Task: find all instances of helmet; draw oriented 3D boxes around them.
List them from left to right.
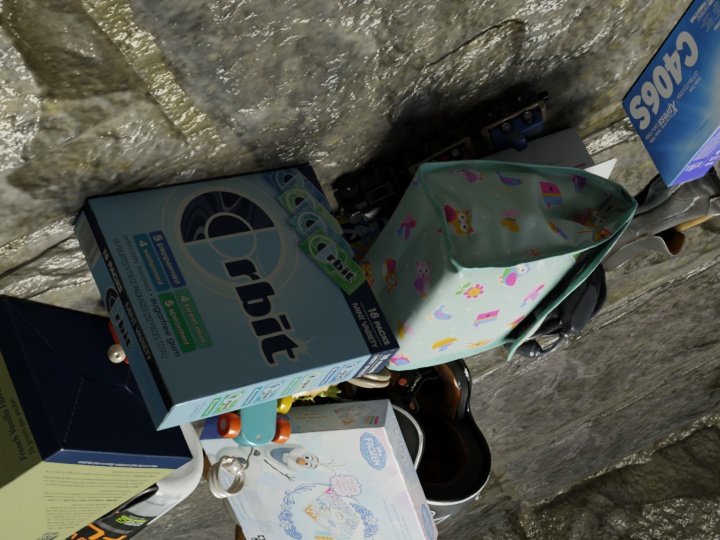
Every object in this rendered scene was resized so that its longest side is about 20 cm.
[{"bbox_3d":[0.041,0.187,1.563,0.198,0.200,0.192,-20,117,-17],"label":"helmet"}]

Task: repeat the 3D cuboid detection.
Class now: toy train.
[{"bbox_3d":[-0.143,0.091,1.240,0.055,0.201,0.150,-8,-155,49],"label":"toy train"},{"bbox_3d":[0.072,-0.093,1.179,0.199,0.046,0.034,-28,160,3],"label":"toy train"}]

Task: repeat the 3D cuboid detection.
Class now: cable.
[{"bbox_3d":[0.162,0.020,1.432,0.162,0.051,0.200,5,-147,24],"label":"cable"}]

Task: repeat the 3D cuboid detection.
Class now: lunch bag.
[{"bbox_3d":[0.118,-0.007,1.189,0.198,0.123,0.171,-6,151,-28],"label":"lunch bag"}]

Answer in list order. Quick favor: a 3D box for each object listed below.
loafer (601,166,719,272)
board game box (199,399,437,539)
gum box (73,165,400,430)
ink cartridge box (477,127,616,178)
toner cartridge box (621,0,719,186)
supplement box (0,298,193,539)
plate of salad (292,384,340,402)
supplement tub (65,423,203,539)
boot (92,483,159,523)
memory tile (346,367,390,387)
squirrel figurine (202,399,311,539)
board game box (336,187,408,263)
[{"bbox_3d":[0.330,-0.046,1.583,0.072,0.073,0.200,-14,157,-34],"label":"loafer"},{"bbox_3d":[-0.039,0.223,1.462,0.197,0.044,0.201,-5,128,19],"label":"board game box"},{"bbox_3d":[-0.091,0.014,1.059,0.199,0.171,0.045,-12,156,-35],"label":"gum box"},{"bbox_3d":[0.152,-0.061,1.322,0.115,0.068,0.200,-20,157,-18],"label":"ink cartridge box"},{"bbox_3d":[0.300,-0.165,1.215,0.043,0.096,0.200,-17,158,-24],"label":"toner cartridge box"},{"bbox_3d":[-0.288,0.142,1.184,0.199,0.135,0.200,-32,159,16],"label":"supplement box"},{"bbox_3d":[-0.096,0.115,1.404,0.198,0.049,0.200,-12,-179,0],"label":"plate of salad"},{"bbox_3d":[-0.261,0.216,1.421,0.200,0.123,0.122,-39,157,30],"label":"supplement tub"},{"bbox_3d":[-0.208,0.145,1.295,0.199,0.133,0.070,-34,158,20],"label":"boot"},{"bbox_3d":[-0.079,0.050,1.148,0.198,0.153,0.017,17,98,-18],"label":"memory tile"},{"bbox_3d":[-0.067,0.236,1.705,0.186,0.142,0.200,-18,162,-41],"label":"squirrel figurine"},{"bbox_3d":[0.000,0.000,1.309,0.198,0.057,0.166,-22,159,-13],"label":"board game box"}]
